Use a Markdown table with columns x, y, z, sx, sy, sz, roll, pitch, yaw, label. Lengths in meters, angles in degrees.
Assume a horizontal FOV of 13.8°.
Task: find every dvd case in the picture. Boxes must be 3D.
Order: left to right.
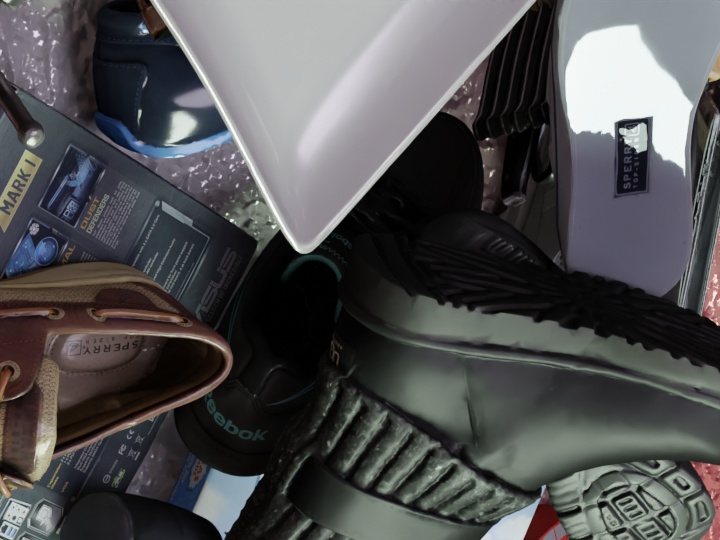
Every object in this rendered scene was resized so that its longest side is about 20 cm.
| x | y | z | sx | sy | sz | roll | pitch | yaw | label |
| --- | --- | --- | --- | --- | --- | --- | --- | --- | --- |
| 0.143 | 0.006 | 1.386 | 0.016 | 0.149 | 0.201 | 9 | 106 | -3 | dvd case |

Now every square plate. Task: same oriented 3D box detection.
| x | y | z | sx | sy | sz | roll | pitch | yaw | label |
| --- | --- | --- | --- | --- | --- | --- | --- | --- | --- |
| -0.002 | -0.139 | 0.989 | 0.198 | 0.028 | 0.200 | -48 | 135 | -18 | square plate |

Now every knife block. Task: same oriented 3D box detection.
| x | y | z | sx | sy | sz | roll | pitch | yaw | label |
| --- | --- | --- | --- | --- | --- | --- | --- | --- | --- |
| 0.126 | -0.113 | 1.297 | 0.200 | 0.064 | 0.176 | -37 | 106 | -31 | knife block |

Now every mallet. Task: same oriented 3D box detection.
| x | y | z | sx | sy | sz | roll | pitch | yaw | label |
| --- | --- | --- | --- | --- | --- | --- | --- | --- | --- |
| -0.068 | 0.171 | 1.121 | 0.041 | 0.201 | 0.066 | -34 | 141 | 24 | mallet |

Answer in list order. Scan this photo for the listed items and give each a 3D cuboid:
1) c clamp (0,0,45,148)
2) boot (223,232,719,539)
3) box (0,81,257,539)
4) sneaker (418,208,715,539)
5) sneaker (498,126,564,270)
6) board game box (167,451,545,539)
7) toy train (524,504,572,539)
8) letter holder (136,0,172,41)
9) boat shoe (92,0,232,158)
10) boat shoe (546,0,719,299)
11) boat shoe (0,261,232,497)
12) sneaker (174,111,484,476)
| x | y | z | sx | sy | sz | roll | pitch | yaw | label |
| --- | --- | --- | --- | --- | --- | --- | --- | --- | --- |
| -0.085 | -0.157 | 1.009 | 0.200 | 0.171 | 0.027 | -48 | 142 | 3 | c clamp |
| 0.061 | 0.081 | 1.171 | 0.210 | 0.079 | 0.158 | 14 | 109 | -15 | boot |
| -0.143 | 0.040 | 1.139 | 0.158 | 0.051 | 0.201 | 32 | 84 | -50 | box |
| 0.078 | 0.041 | 1.258 | 0.076 | 0.091 | 0.200 | -26 | 126 | 13 | sneaker |
| 0.118 | -0.041 | 1.359 | 0.075 | 0.082 | 0.201 | 14 | 97 | -49 | sneaker |
| -0.021 | 0.142 | 1.280 | 0.151 | 0.037 | 0.201 | 24 | 86 | -22 | board game box |
| 0.091 | 0.137 | 1.452 | 0.200 | 0.034 | 0.046 | -35 | 127 | -32 | toy train |
| -0.002 | -0.188 | 1.107 | 0.199 | 0.100 | 0.143 | -20 | 87 | -39 | letter holder |
| -0.018 | -0.108 | 1.184 | 0.200 | 0.084 | 0.069 | -32 | 125 | -37 | boat shoe |
| 0.101 | -0.081 | 1.167 | 0.073 | 0.065 | 0.201 | 0 | 126 | -11 | boat shoe |
| -0.132 | 0.043 | 1.057 | 0.199 | 0.072 | 0.073 | -9 | 114 | -42 | boat shoe |
| 0.000 | 0.000 | 1.222 | 0.200 | 0.075 | 0.079 | -55 | 176 | -34 | sneaker |
